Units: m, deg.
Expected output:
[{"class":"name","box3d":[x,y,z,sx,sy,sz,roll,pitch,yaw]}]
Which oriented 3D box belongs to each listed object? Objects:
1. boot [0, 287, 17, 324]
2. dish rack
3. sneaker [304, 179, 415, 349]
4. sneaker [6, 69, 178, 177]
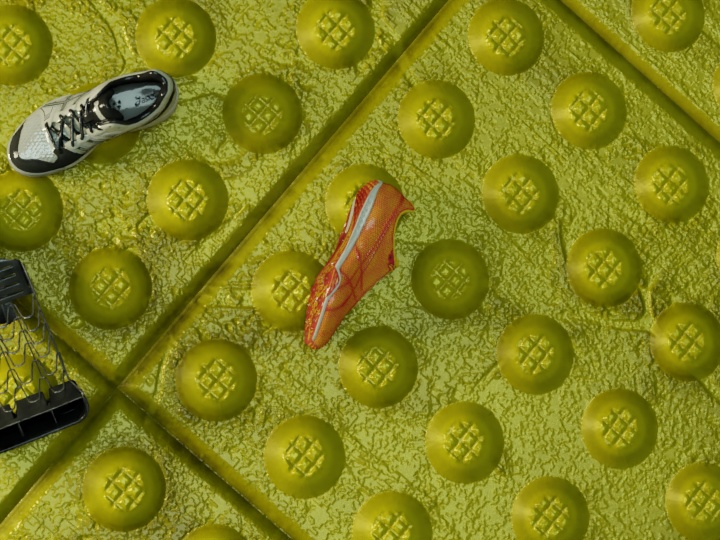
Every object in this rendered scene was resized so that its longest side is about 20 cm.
[{"class":"boot","box3d":[-0.481,0.024,1.601,0.199,0.066,0.166,-28,81,-13]},{"class":"dish rack","box3d":[-0.382,0.089,1.574,0.152,0.055,0.201,-21,121,-9]},{"class":"sneaker","box3d":[0.000,0.000,1.673,0.077,0.073,0.201,30,84,-14]},{"class":"sneaker","box3d":[-0.290,-0.167,1.639,0.199,0.088,0.076,-28,91,-9]}]
